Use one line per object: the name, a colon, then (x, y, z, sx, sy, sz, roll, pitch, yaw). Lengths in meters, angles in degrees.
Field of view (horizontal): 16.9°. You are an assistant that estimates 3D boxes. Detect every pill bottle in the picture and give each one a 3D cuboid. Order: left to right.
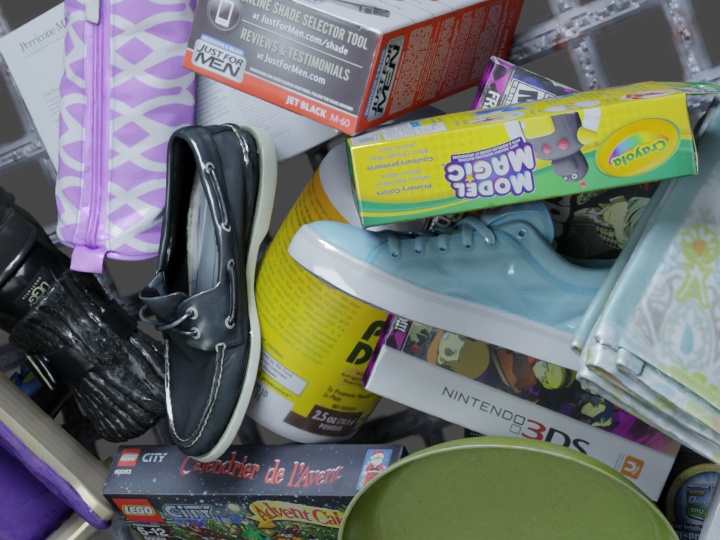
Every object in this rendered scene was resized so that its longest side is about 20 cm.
pill bottle: (0.000, 0.000, 1.433, 0.109, 0.109, 0.200, 40, 117, 13)

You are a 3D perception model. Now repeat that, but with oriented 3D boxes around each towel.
towel: (0.221, 0.016, 1.278, 0.171, 0.200, 0.048, 33, 156, -2)

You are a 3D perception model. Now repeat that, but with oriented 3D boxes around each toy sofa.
toy sofa: (-0.245, 0.104, 1.511, 0.083, 0.098, 0.200, -43, 108, 8)

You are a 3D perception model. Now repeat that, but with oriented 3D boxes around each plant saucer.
plant saucer: (0.088, 0.158, 1.379, 0.200, 0.031, 0.200, 6, 133, 7)

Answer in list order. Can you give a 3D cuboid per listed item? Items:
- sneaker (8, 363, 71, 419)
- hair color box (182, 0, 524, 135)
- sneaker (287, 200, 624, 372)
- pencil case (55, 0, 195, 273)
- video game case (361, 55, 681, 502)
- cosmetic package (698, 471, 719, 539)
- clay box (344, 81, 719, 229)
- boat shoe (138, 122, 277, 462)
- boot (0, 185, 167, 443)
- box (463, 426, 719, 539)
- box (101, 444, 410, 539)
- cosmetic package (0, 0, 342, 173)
sneaker: (-0.223, 0.140, 1.615, 0.083, 0.071, 0.200, 20, 109, -4)
hair color box: (0.001, -0.137, 1.346, 0.111, 0.200, 0.064, 23, 112, 21)
sneaker: (0.062, -0.007, 1.298, 0.200, 0.074, 0.082, 17, 94, -14)
pencil case: (-0.141, -0.105, 1.435, 0.084, 0.086, 0.200, 4, 107, 11)
video game case: (0.120, 0.006, 1.351, 0.181, 0.036, 0.200, 22, 97, -5)
cosmetic package: (0.289, 0.149, 1.316, 0.200, 0.074, 0.102, 17, 108, 7)
clay box: (0.094, -0.064, 1.265, 0.200, 0.115, 0.048, -8, 98, 0)
boat shoe: (-0.097, 0.010, 1.410, 0.074, 0.066, 0.200, 11, 90, 50)
boot: (-0.191, 0.029, 1.528, 0.158, 0.211, 0.079, 40, 89, -16)
box: (0.159, 0.170, 1.432, 0.200, 0.044, 0.161, 7, 106, 25)
box: (-0.041, 0.159, 1.490, 0.200, 0.038, 0.137, -2, 143, 28)
cosmetic package: (-0.111, -0.118, 1.494, 0.200, 0.052, 0.151, -24, 93, 30)
